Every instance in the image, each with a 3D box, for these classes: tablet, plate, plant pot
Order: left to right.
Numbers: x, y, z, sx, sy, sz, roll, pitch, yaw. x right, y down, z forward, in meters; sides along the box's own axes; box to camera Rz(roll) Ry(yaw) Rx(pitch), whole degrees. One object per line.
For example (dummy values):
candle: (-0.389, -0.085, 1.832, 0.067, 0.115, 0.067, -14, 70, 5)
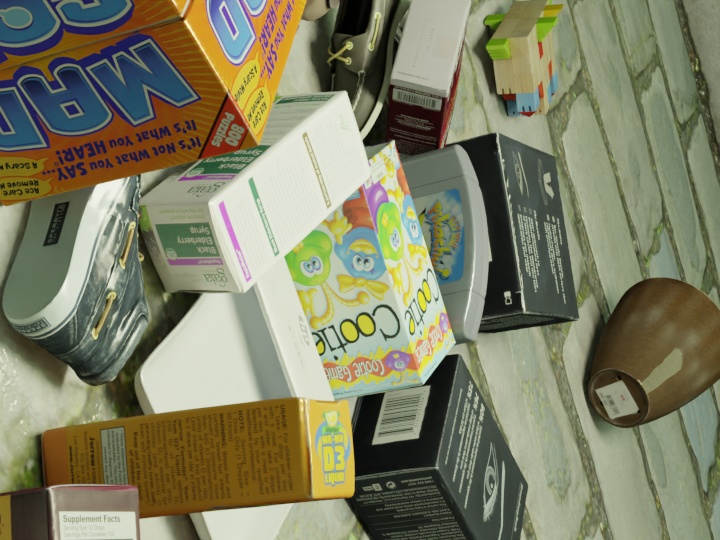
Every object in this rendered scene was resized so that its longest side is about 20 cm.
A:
plate: (-0.106, 0.115, 1.165, 0.201, 0.032, 0.200, 69, 26, -21)
tablet: (-0.056, 0.059, 1.273, 0.130, 0.014, 0.202, -75, 148, -75)
plant pot: (0.407, 0.137, 2.139, 0.200, 0.186, 0.189, -38, 115, -47)

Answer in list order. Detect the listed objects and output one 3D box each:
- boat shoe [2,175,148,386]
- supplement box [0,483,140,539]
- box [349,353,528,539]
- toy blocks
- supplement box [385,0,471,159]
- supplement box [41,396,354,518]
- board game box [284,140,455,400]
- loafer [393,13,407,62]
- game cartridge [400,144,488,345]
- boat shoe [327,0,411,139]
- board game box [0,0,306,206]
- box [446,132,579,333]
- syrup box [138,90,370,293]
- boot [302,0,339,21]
boat shoe: (-0.179, -0.023, 1.028, 0.091, 0.070, 0.202, 54, 41, -45)
supplement box: (-0.186, 0.228, 0.847, 0.085, 0.109, 0.202, 16, 65, -62)
box: (0.075, 0.205, 1.436, 0.201, 0.103, 0.149, 62, 29, -33)
toy blocks: (0.220, -0.269, 1.990, 0.200, 0.099, 0.138, -58, 143, -57)
supplement box: (0.065, -0.180, 1.508, 0.200, 0.060, 0.110, 94, 10, -67)
supplement box: (-0.105, 0.123, 0.959, 0.066, 0.198, 0.070, 12, 68, -63)
board game box: (0.000, 0.000, 1.359, 0.105, 0.102, 0.202, -44, 120, -62)
loafer: (0.032, -0.276, 1.585, 0.201, 0.070, 0.068, 61, 29, -35)
game cartridge: (0.060, -0.021, 1.465, 0.040, 0.132, 0.202, 35, 49, -57)
boat shoe: (-0.002, -0.224, 1.467, 0.060, 0.071, 0.203, 19, 84, -36)
board game box: (-0.170, -0.197, 0.952, 0.201, 0.198, 0.201, 58, 32, -37)
box: (0.153, -0.035, 1.692, 0.200, 0.116, 0.199, 9, 72, -63)
syrup box: (-0.081, -0.064, 1.182, 0.200, 0.078, 0.082, -44, 124, -46)
boot: (-0.043, -0.339, 1.424, 0.146, 0.069, 0.202, -22, 110, -78)
